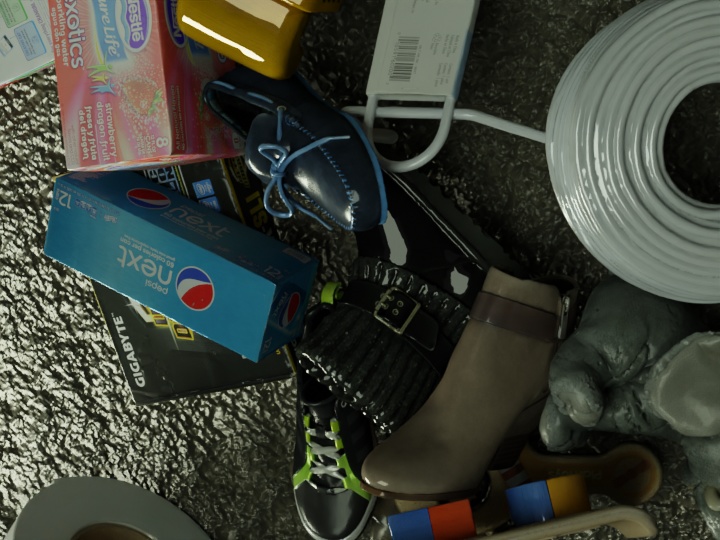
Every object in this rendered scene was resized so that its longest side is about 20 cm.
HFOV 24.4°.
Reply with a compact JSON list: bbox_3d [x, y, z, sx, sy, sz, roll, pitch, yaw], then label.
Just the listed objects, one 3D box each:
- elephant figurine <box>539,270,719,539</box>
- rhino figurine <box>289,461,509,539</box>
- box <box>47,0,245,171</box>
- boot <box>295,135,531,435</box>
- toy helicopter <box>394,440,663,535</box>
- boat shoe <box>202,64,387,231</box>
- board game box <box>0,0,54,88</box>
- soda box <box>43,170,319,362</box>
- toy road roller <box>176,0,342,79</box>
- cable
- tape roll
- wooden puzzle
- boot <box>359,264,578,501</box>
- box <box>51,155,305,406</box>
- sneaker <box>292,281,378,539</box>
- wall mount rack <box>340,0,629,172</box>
[{"bbox_3d":[0.234,0.094,1.121,0.200,0.142,0.155,20,131,25],"label":"elephant figurine"},{"bbox_3d":[0.031,0.198,1.294,0.200,0.060,0.088,28,91,15],"label":"rhino figurine"},{"bbox_3d":[-0.157,-0.175,1.199,0.094,0.103,0.201,-6,90,28],"label":"box"},{"bbox_3d":[0.000,0.000,1.183,0.211,0.079,0.158,43,87,5],"label":"boot"},{"bbox_3d":[0.122,0.160,1.225,0.199,0.079,0.133,-2,88,11],"label":"toy helicopter"},{"bbox_3d":[-0.048,-0.076,1.119,0.200,0.068,0.084,43,141,53],"label":"boat shoe"},{"bbox_3d":[-0.316,-0.215,1.323,0.200,0.040,0.153,-17,101,30],"label":"board game box"},{"bbox_3d":[-0.136,-0.010,1.238,0.200,0.064,0.068,26,117,21],"label":"soda box"},{"bbox_3d":[-0.063,-0.200,1.071,0.123,0.200,0.146,26,103,6],"label":"toy road roller"},{"bbox_3d":[0.220,-0.077,1.049,0.199,0.069,0.200,-17,98,-4],"label":"cable"},{"bbox_3d":[-0.220,0.291,1.375,0.203,0.203,0.139,39,121,8],"label":"tape roll"},{"bbox_3d":[0.089,0.170,1.115,0.199,0.185,0.046,-8,80,2],"label":"wooden puzzle"},{"bbox_3d":[0.079,0.069,1.117,0.070,0.200,0.147,23,106,29],"label":"boot"},{"bbox_3d":[-0.138,-0.002,1.313,0.159,0.049,0.201,-12,103,27],"label":"box"},{"bbox_3d":[-0.029,0.109,1.250,0.072,0.083,0.201,2,89,25],"label":"sneaker"},{"bbox_3d":[0.081,-0.147,1.107,0.173,0.075,0.201,6,75,28],"label":"wall mount rack"}]
